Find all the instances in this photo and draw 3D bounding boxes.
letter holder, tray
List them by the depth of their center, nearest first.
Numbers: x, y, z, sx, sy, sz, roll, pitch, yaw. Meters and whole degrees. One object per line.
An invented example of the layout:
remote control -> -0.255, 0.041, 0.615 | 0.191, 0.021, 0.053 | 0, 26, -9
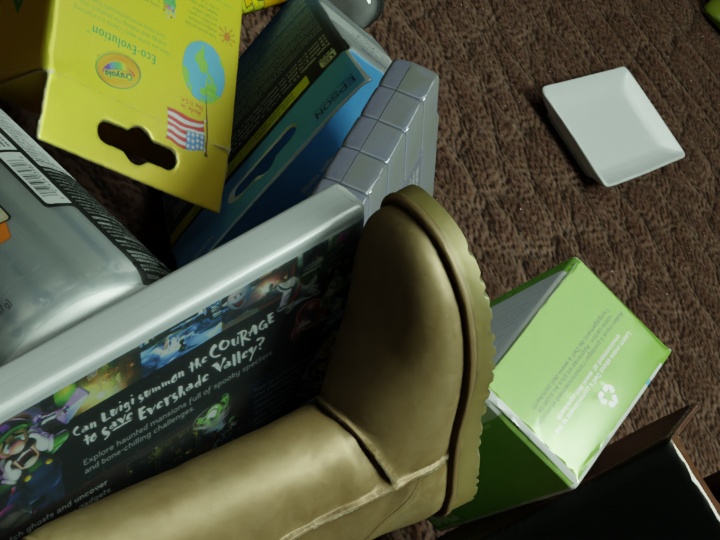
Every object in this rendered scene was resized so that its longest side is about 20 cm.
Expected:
letter holder -> 0.124, 0.158, 0.855 | 0.101, 0.200, 0.142 | 58, 24, 2
tray -> 0.230, -0.131, 1.444 | 0.107, 0.022, 0.200 | 58, 33, 7

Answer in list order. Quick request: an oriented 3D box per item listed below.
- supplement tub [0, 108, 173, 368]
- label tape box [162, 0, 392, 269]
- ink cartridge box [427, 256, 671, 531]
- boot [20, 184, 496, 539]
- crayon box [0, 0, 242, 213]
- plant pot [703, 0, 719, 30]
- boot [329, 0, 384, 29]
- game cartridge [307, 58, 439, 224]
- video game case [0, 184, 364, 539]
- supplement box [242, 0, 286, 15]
supplement tub -> -0.172, -0.002, 0.679 | 0.200, 0.123, 0.123 | 40, 24, 31
label tape box -> -0.041, -0.067, 0.869 | 0.066, 0.143, 0.200 | 37, 12, -24
ink cartridge box -> 0.049, 0.102, 0.816 | 0.076, 0.148, 0.200 | 44, 60, -7
boot -> -0.041, 0.075, 0.626 | 0.200, 0.175, 0.066 | -23, 36, -26
crayon box -> -0.119, -0.136, 0.781 | 0.127, 0.051, 0.200 | 24, 64, -48
plant pot -> 0.533, -0.330, 1.861 | 0.199, 0.200, 0.182 | 43, 40, -17
boot -> -0.085, -0.218, 1.103 | 0.200, 0.070, 0.132 | 38, 37, -3
game cartridge -> 0.000, 0.000, 0.806 | 0.038, 0.200, 0.130 | 17, 56, 11
video game case -> -0.081, 0.075, 0.660 | 0.200, 0.182, 0.023 | -30, 54, -29
supplement box -> -0.152, -0.176, 0.877 | 0.200, 0.109, 0.109 | -27, 106, -51
